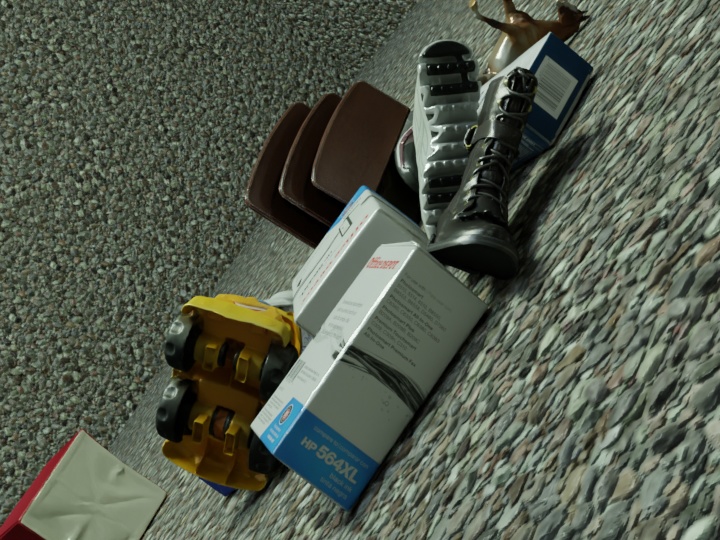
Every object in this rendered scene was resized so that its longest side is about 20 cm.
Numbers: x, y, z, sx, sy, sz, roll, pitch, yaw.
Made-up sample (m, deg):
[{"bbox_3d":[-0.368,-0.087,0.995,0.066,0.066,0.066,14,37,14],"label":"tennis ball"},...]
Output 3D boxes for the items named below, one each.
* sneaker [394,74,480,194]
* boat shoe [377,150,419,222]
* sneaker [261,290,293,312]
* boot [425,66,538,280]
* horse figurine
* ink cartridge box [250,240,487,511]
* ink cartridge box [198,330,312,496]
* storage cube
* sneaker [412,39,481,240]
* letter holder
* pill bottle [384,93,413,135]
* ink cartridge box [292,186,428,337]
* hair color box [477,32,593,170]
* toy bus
[{"bbox_3d":[0.114,-0.182,1.433,0.115,0.075,0.201,-41,14,40],"label":"sneaker"},{"bbox_3d":[0.036,-0.084,1.462,0.065,0.073,0.201,-41,14,28],"label":"boat shoe"},{"bbox_3d":[-0.093,0.062,1.482,0.087,0.077,0.199,-19,-3,33],"label":"sneaker"},{"bbox_3d":[0.109,-0.087,0.985,0.200,0.068,0.177,-167,96,-82],"label":"boot"},{"bbox_3d":[0.151,-0.238,1.315,0.202,0.131,0.050,-58,30,9],"label":"horse figurine"},{"bbox_3d":[0.004,0.082,0.980,0.201,0.084,0.146,-54,10,-6],"label":"ink cartridge box"},{"bbox_3d":[-0.115,0.164,1.393,0.094,0.044,0.201,-44,14,53],"label":"ink cartridge box"},{"bbox_3d":[-0.427,0.381,1.770,0.179,0.170,0.201,-39,16,50],"label":"storage cube"},{"bbox_3d":[0.084,-0.115,1.137,0.081,0.074,0.204,156,114,-76],"label":"sneaker"},{"bbox_3d":[-0.043,-0.143,1.441,0.101,0.141,0.202,-49,14,48],"label":"letter holder"},{"bbox_3d":[0.007,-0.147,1.686,0.201,0.119,0.120,-51,9,15],"label":"pill bottle"},{"bbox_3d":[0.000,0.000,1.251,0.147,0.084,0.200,-53,9,5],"label":"ink cartridge box"},{"bbox_3d":[0.147,-0.152,1.192,0.101,0.060,0.200,-58,11,-20],"label":"hair color box"},{"bbox_3d":[-0.117,0.099,1.256,0.192,0.134,0.203,-53,-23,-58],"label":"toy bus"}]
